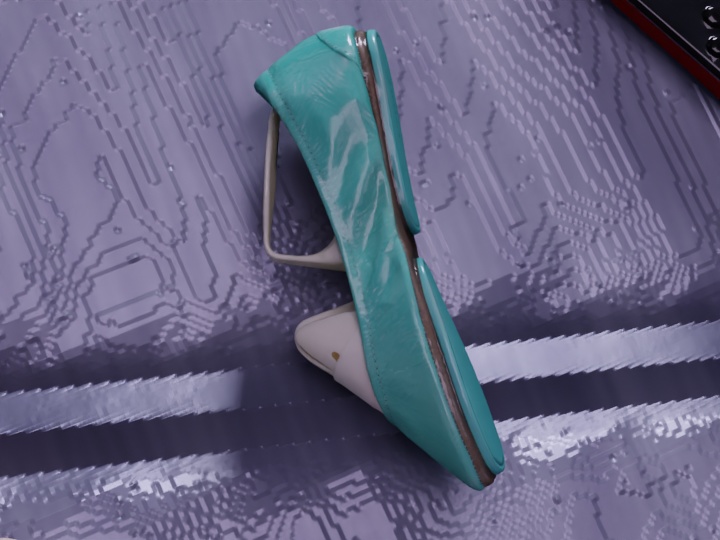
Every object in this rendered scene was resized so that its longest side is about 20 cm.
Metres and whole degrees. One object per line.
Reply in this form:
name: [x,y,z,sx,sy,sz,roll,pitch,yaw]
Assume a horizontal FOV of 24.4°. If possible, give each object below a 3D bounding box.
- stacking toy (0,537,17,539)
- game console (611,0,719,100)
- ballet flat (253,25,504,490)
stacking toy: [-0.170,0.194,0.562,0.200,0.146,0.146,-26,81,-3]
game console: [0.198,-0.174,0.782,0.177,0.031,0.200,44,70,2]
ballet flat: [0.000,0.000,0.681,0.070,0.067,0.201,-18,78,8]
